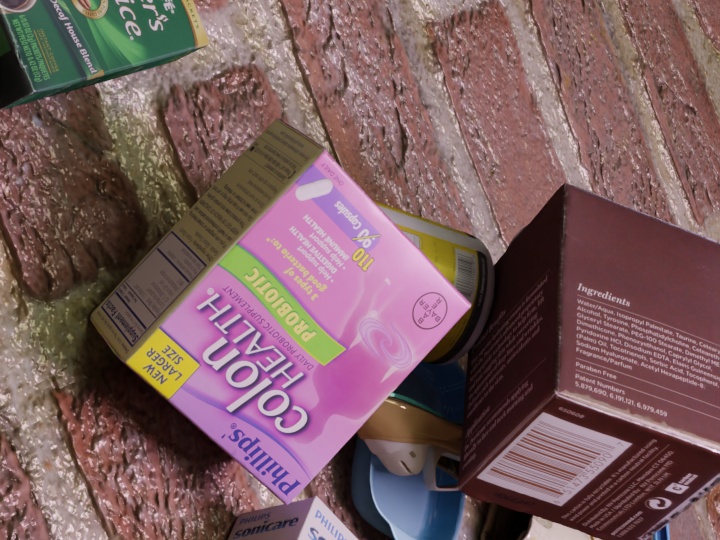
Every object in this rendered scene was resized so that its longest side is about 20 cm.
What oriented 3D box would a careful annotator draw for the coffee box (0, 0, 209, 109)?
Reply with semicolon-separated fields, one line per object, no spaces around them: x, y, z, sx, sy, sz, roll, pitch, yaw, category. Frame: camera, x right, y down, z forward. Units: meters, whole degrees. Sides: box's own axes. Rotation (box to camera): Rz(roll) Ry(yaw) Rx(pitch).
-0.206;-0.199;1.216;0.200;0.044;0.124;-25;95;-52;coffee box

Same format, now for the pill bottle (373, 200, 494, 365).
0.000;0.000;1.313;0.199;0.112;0.113;18;61;-27;pill bottle

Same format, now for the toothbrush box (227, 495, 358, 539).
-0.050;0.288;1.173;0.146;0.086;0.201;50;41;-25;toothbrush box

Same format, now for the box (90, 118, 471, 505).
-0.056;0.029;1.178;0.200;0.097;0.176;-46;120;-3;box

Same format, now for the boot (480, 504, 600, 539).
0.170;0.288;1.453;0.155;0.072;0.201;39;41;-35;boot

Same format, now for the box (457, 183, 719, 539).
0.187;0.077;1.286;0.163;0.166;0.201;19;52;-14;box

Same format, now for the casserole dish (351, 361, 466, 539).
0.042;0.146;1.381;0.121;0.039;0.201;37;48;-35;casserole dish

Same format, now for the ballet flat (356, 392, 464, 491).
0.054;0.142;1.319;0.199;0.068;0.063;21;73;-43;ballet flat

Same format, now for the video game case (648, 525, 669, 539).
0.278;0.275;1.565;0.143;0.018;0.201;83;7;-67;video game case
